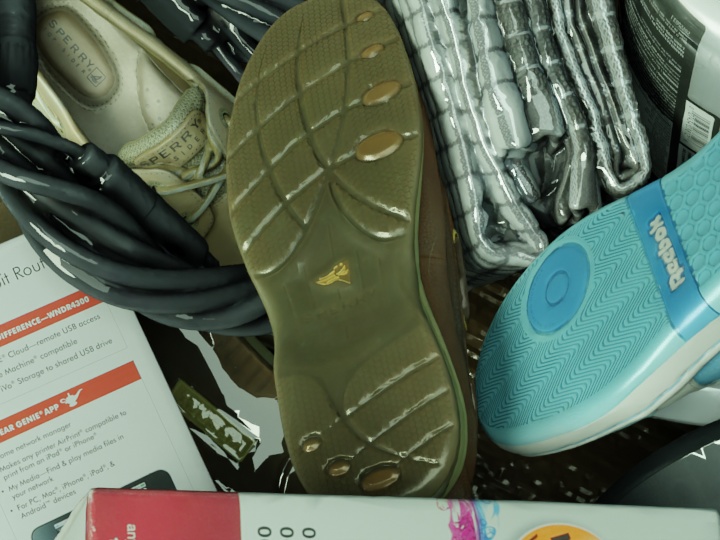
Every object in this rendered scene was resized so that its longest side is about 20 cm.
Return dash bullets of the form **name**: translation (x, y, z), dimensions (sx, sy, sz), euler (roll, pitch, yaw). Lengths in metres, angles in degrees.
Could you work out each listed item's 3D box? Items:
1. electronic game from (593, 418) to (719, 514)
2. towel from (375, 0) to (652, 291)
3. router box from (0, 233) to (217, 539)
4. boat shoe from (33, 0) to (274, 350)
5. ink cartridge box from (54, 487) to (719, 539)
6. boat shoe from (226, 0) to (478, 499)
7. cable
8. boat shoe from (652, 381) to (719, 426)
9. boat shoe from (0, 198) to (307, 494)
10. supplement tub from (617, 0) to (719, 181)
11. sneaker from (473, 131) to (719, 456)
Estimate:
- **electronic game**: translation (0.169, 0.118, 0.812), dimensions (0.199, 0.201, 0.042), euler (-3, 41, 0)
- **towel**: translation (0.047, -0.096, 0.831), dimensions (0.085, 0.166, 0.201), euler (-14, 85, -9)
- **router box**: translation (-0.148, 0.100, 0.764), dimensions (0.199, 0.049, 0.180), euler (-23, 85, -21)
- **boat shoe**: translation (-0.071, -0.043, 0.874), dimensions (0.072, 0.065, 0.200), euler (-43, 86, -4)
- **ink cartridge box**: translation (0.004, 0.155, 0.686), dimensions (0.199, 0.145, 0.146), euler (3, 69, -15)
- **boat shoe**: translation (0.000, 0.000, 0.763), dimensions (0.072, 0.068, 0.201), euler (-15, 63, 12)
- **cable**: translation (-0.070, -0.058, 0.794), dimensions (0.200, 0.051, 0.163), euler (53, 42, 1)
- **boat shoe**: translation (0.165, 0.018, 0.800), dimensions (0.199, 0.072, 0.071), euler (0, 97, -2)
- **boat shoe**: translation (-0.070, 0.039, 0.860), dimensions (0.072, 0.076, 0.200), euler (-43, 85, 1)
- **supplement tub**: translation (0.153, -0.089, 0.803), dimensions (0.122, 0.200, 0.123), euler (-1, 73, 5)
- **sneaker**: translation (0.141, 0.017, 0.730), dimensions (0.200, 0.130, 0.080), euler (-37, 42, 33)
